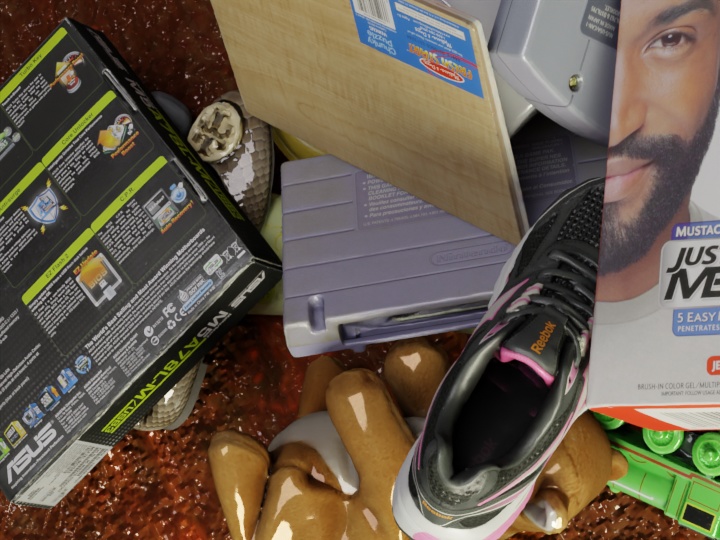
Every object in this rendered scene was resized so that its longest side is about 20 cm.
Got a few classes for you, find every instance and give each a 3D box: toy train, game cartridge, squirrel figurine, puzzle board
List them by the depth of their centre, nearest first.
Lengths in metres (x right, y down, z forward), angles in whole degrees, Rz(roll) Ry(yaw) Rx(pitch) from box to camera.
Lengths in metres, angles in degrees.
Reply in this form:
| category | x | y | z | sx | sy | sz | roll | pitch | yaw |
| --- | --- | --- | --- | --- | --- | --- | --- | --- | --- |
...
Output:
| category | x | y | z | sx | sy | sz | roll | pitch | yaw |
| --- | --- | --- | --- | --- | --- | --- | --- | --- | --- |
| game cartridge | 0.144 | -0.124 | 1.213 | 0.041 | 0.200 | 0.133 | 22 | 93 | 45 |
| puzzle board | -0.001 | -0.104 | 1.236 | 0.200 | 0.151 | 0.017 | 27 | 59 | 35 |
| toy train | 0.171 | 0.103 | 1.251 | 0.200 | 0.042 | 0.057 | 23 | 104 | 27 |
| squirrel figurine | 0.046 | 0.132 | 1.255 | 0.186 | 0.141 | 0.201 | -11 | 94 | 26 |
| game cartridge | 0.058 | -0.023 | 1.271 | 0.199 | 0.038 | 0.130 | -9 | 41 | 7 |

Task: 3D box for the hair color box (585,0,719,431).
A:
| category | x | y | z | sx | sy | sz | roll | pitch | yaw |
| --- | --- | --- | --- | --- | --- | --- | --- | --- | --- |
| hair color box | 0.171 | -0.030 | 1.125 | 0.111 | 0.064 | 0.201 | -5 | 73 | 40 |

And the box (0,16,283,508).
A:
| category | x | y | z | sx | sy | sz | roll | pitch | yaw |
| --- | --- | --- | --- | --- | --- | --- | --- | --- | --- |
| box | -0.169 | -0.004 | 1.362 | 0.200 | 0.047 | 0.193 | -45 | 63 | 12 |

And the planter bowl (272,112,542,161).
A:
| category | x | y | z | sx | sy | sz | roll | pitch | yaw |
| --- | --- | --- | --- | --- | --- | --- | --- | --- | --- |
| planter bowl | 0.008 | -0.141 | 1.337 | 0.200 | 0.083 | 0.201 | -4 | 80 | 25 |

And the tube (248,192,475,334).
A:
| category | x | y | z | sx | sy | sz | roll | pitch | yaw |
| --- | --- | --- | --- | --- | --- | --- | --- | --- | --- |
| tube | 0.000 | 0.000 | 1.341 | 0.200 | 0.052 | 0.058 | 9 | 45 | 33 |

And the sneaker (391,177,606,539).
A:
| category | x | y | z | sx | sy | sz | roll | pitch | yaw |
| --- | --- | --- | --- | --- | --- | --- | --- | --- | --- |
| sneaker | 0.087 | 0.040 | 1.150 | 0.080 | 0.086 | 0.200 | 25 | 70 | 6 |

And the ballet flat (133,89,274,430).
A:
| category | x | y | z | sx | sy | sz | roll | pitch | yaw |
| --- | --- | --- | --- | --- | --- | --- | --- | --- | --- |
| ballet flat | -0.099 | -0.006 | 1.373 | 0.067 | 0.046 | 0.200 | 26 | 100 | 48 |

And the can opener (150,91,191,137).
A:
| category | x | y | z | sx | sy | sz | roll | pitch | yaw |
| --- | --- | --- | --- | --- | --- | --- | --- | --- | --- |
| can opener | -0.148 | -0.008 | 1.414 | 0.066 | 0.053 | 0.200 | 26 | 96 | -9 |

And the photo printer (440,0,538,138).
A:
| category | x | y | z | sx | sy | sz | roll | pitch | yaw |
| --- | --- | --- | --- | --- | --- | --- | --- | --- | --- |
| photo printer | 0.056 | -0.185 | 1.261 | 0.200 | 0.069 | 0.166 | 45 | 59 | 5 |
